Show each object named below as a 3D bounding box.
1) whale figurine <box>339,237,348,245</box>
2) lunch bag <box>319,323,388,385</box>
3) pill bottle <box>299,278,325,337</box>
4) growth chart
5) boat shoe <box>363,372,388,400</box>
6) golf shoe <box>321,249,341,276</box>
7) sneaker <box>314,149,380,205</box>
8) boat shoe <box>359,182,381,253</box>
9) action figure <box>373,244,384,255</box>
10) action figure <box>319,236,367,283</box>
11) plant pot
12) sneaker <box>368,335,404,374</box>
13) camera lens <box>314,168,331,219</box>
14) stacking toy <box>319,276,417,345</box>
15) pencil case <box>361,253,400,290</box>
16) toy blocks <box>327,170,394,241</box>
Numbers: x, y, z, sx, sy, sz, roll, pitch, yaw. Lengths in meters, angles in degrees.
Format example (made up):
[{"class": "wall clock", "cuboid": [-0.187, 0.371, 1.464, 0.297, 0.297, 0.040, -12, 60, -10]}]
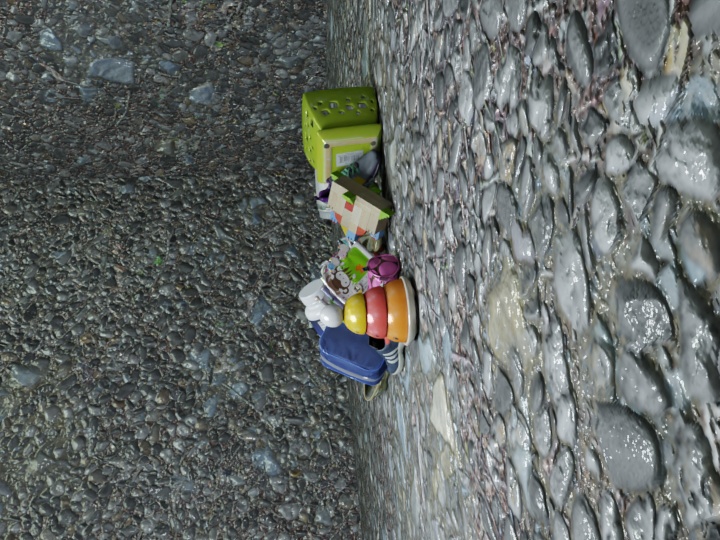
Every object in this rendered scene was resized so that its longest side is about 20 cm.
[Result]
[{"class": "whale figurine", "cuboid": [0.000, 0.000, 1.810, 0.104, 0.159, 0.201, -9, 91, 54]}, {"class": "lunch bag", "cuboid": [-0.002, 0.204, 1.678, 0.132, 0.199, 0.136, 90, -155, -63]}, {"class": "pill bottle", "cuboid": [-0.085, 0.126, 1.802, 0.200, 0.111, 0.111, 58, -174, -22]}, {"class": "growth chart", "cuboid": [-0.028, 0.026, 1.633, 0.200, 0.144, 0.018, -58, 5, -13]}, {"class": "boat shoe", "cuboid": [0.034, 0.302, 1.845, 0.073, 0.063, 0.201, 33, 151, 22]}, {"class": "golf shoe", "cuboid": [-0.045, -0.025, 1.898, 0.092, 0.200, 0.073, -2, 113, 50]}, {"class": "sneaker", "cuboid": [-0.032, -0.233, 1.660, 0.200, 0.087, 0.075, -49, 47, 28]}, {"class": "boat shoe", "cuboid": [0.032, -0.142, 1.703, 0.073, 0.063, 0.202, -26, 67, 41]}, {"class": "action figure", "cuboid": [0.029, -0.085, 1.791, 0.052, 0.065, 0.200, -58, 19, 20]}, {"class": "action figure", "cuboid": [-0.007, 0.016, 1.680, 0.200, 0.193, 0.105, -51, -5, -45]}, {"class": "plant pot", "cuboid": [-0.044, -0.350, 1.731, 0.199, 0.199, 0.182, 94, 165, -50]}, {"class": "sneaker", "cuboid": [0.060, 0.180, 1.537, 0.200, 0.084, 0.075, 92, 172, -48]}, {"class": "camera lens", "cuboid": [-0.070, -0.281, 2.170, 0.160, 0.159, 0.201, -116, 23, -76]}, {"class": "stacking toy", "cuboid": [0.013, 0.090, 1.367, 0.146, 0.199, 0.147, 176, 90, -85]}, {"class": "pencil case", "cuboid": [0.050, 0.059, 1.563, 0.094, 0.090, 0.201, -100, 6, -46]}, {"class": "toy blocks", "cuboid": [-0.009, -0.138, 1.614, 0.100, 0.200, 0.137, -35, -30, -44]}]
